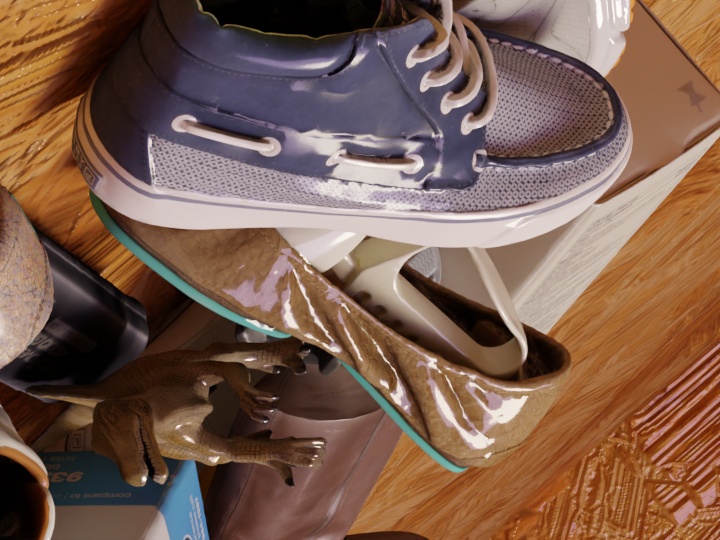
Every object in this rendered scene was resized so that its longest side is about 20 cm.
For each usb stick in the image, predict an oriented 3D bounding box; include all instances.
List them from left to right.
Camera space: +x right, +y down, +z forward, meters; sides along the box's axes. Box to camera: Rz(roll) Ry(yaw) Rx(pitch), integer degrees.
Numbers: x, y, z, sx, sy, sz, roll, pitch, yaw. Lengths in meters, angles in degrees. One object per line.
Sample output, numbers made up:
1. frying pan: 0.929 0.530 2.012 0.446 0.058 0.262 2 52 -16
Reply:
1. usb stick: -0.114 0.016 1.035 0.055 0.033 0.200 -31 170 1

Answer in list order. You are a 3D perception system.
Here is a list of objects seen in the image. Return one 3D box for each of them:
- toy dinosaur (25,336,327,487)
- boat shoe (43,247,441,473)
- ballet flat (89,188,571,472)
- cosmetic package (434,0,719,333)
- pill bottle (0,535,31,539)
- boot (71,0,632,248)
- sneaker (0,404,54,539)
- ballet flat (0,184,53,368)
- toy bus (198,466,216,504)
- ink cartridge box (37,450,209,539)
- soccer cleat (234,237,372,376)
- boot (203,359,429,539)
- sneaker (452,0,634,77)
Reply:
1. toy dinosaur: -0.070 0.046 1.063 0.101 0.058 0.200 3 178 -13
2. boat shoe: -0.055 0.031 1.252 0.200 0.074 0.067 -31 -168 -34
3. ballet flat: 0.000 0.000 1.026 0.072 0.200 0.068 -38 -147 23
4. cosmetic package: 0.066 -0.028 1.331 0.103 0.087 0.200 -30 167 -38
5. pill bottle: -0.149 0.139 0.939 0.199 0.112 0.112 -1 170 5
6. boot: 0.015 -0.058 0.934 0.199 0.073 0.090 -5 151 -31
7. sneaker: -0.146 0.080 1.047 0.073 0.085 0.200 -41 172 -5
8. ballet flat: -0.173 0.034 0.855 0.200 0.068 0.067 -41 152 -28
9. toy bus: -0.084 0.097 1.303 0.200 0.065 0.078 -36 -163 -23
10. ink cartridge box: -0.114 0.178 1.112 0.083 0.146 0.200 -1 -154 14
11. soccer cleat: -0.011 -0.046 1.089 0.200 0.070 0.087 106 0 -54
12. boot: 0.001 0.089 1.251 0.186 0.064 0.200 -21 143 -45
13. sneaker: 0.043 -0.107 1.011 0.092 0.076 0.200 -28 159 -18
